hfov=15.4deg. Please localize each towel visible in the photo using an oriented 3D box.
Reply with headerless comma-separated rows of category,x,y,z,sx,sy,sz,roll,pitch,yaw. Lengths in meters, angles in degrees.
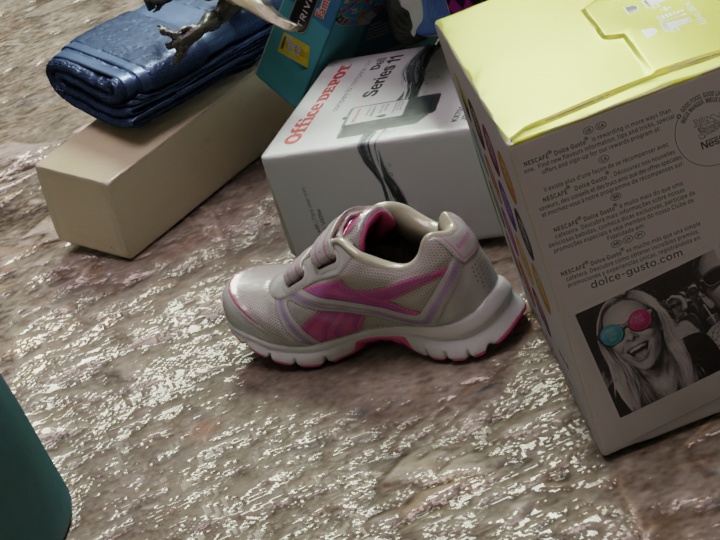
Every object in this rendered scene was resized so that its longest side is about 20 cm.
towel,-0.119,-0.167,1.897,0.200,0.049,0.111,-33,37,-27

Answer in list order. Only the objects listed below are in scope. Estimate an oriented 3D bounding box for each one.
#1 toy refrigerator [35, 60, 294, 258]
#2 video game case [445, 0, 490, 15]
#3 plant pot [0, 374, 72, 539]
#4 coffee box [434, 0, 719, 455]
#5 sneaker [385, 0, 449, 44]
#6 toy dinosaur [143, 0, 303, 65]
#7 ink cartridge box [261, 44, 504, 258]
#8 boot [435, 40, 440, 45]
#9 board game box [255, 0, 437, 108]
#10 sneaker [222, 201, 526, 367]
toy refrigerator,-0.130,-0.090,1.893,0.076,0.070,0.200,14,42,38
video game case,0.142,-0.122,1.614,0.036,0.201,0.181,11,39,44
plant pot,-0.286,0.103,1.525,0.199,0.162,0.201,-16,27,8
coffee box,0.176,-0.057,1.466,0.199,0.199,0.200,-20,26,-1
sneaker,0.065,-0.192,1.755,0.077,0.076,0.200,-12,3,21
toy dinosaur,-0.102,-0.188,1.823,0.088,0.048,0.200,-25,27,-2
ink cartridge box,0.054,-0.084,1.733,0.199,0.083,0.147,-8,28,25
boot,0.156,-0.169,1.847,0.199,0.066,0.175,-7,28,28
board game box,0.020,-0.219,1.829,0.047,0.201,0.151,40,38,22
sneaker,0.000,0.000,1.604,0.199,0.089,0.081,-4,30,29
